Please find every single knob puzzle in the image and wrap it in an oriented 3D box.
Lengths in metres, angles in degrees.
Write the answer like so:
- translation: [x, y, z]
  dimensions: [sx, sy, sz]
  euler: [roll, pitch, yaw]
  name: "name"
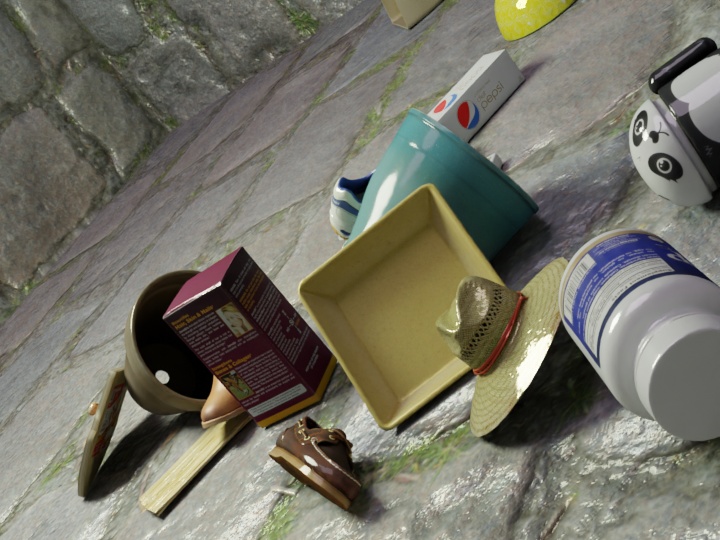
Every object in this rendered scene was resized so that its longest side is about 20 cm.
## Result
- translation: [-0.398, 0.241, 1.721]
  dimensions: [0.220, 0.030, 0.224]
  euler: [-162, 89, -88]
  name: "knob puzzle"

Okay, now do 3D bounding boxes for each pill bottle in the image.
- translation: [0.241, 0.051, 0.920]
  dimensions: [0.119, 0.120, 0.200]
  euler: [-37, 19, 7]
  name: "pill bottle"

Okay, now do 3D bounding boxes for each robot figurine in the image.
- translation: [0.362, -0.152, 1.129]
  dimensions: [0.199, 0.125, 0.151]
  euler: [-34, 17, 15]
  name: "robot figurine"

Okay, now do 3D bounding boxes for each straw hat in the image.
- translation: [0.119, 0.052, 1.100]
  dimensions: [0.203, 0.084, 0.201]
  euler: [-60, 6, 10]
  name: "straw hat"

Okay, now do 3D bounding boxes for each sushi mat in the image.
- translation: [-0.215, 0.246, 1.529]
  dimensions: [0.200, 0.012, 0.095]
  euler: [-46, 19, -15]
  name: "sushi mat"

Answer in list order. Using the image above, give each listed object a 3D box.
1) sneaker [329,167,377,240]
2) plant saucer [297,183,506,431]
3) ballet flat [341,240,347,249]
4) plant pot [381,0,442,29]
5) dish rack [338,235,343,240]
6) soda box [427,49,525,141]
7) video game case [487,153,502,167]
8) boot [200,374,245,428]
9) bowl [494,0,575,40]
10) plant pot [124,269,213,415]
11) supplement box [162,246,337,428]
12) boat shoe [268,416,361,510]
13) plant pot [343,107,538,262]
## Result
- translation: [0.056, -0.099, 1.496]
  dimensions: [0.197, 0.089, 0.076]
  euler: [-16, 50, -14]
  name: "sneaker"
- translation: [0.058, 0.042, 1.262]
  dimensions: [0.199, 0.201, 0.048]
  euler: [-37, -22, 8]
  name: "plant saucer"
- translation: [0.000, 0.000, 1.525]
  dimensions: [0.068, 0.069, 0.202]
  euler: [94, -162, -60]
  name: "ballet flat"
- translation: [0.130, -0.732, 2.801]
  dimensions: [0.175, 0.202, 0.200]
  euler: [-28, 19, -1]
  name: "plant pot"
- translation: [0.056, -0.112, 1.696]
  dimensions: [0.170, 0.044, 0.201]
  euler: [-33, 20, 25]
  name: "dish rack"
- translation: [0.175, -0.267, 1.848]
  dimensions: [0.200, 0.064, 0.068]
  euler: [-48, 20, -19]
  name: "soda box"
- translation: [0.106, -0.070, 1.606]
  dimensions: [0.180, 0.023, 0.201]
  euler: [-28, 22, 35]
  name: "video game case"
- translation: [-0.187, 0.103, 1.536]
  dimensions: [0.073, 0.157, 0.200]
  euler: [-16, 21, 29]
  name: "boot"
- translation: [0.315, -0.527, 2.090]
  dimensions: [0.199, 0.108, 0.201]
  euler: [-36, 19, 14]
  name: "bowl"
- translation: [-0.264, 0.128, 1.665]
  dimensions: [0.201, 0.199, 0.174]
  euler: [-55, 6, -38]
  name: "plant pot"
- translation: [-0.137, 0.087, 1.442]
  dimensions: [0.109, 0.201, 0.086]
  euler: [-28, 21, 32]
  name: "supplement box"
- translation: [-0.043, 0.197, 1.217]
  dimensions: [0.070, 0.070, 0.199]
  euler: [-48, 20, -11]
  name: "boat shoe"
- translation: [0.084, -0.059, 1.386]
  dimensions: [0.189, 0.199, 0.200]
  euler: [-53, 19, 2]
  name: "plant pot"
